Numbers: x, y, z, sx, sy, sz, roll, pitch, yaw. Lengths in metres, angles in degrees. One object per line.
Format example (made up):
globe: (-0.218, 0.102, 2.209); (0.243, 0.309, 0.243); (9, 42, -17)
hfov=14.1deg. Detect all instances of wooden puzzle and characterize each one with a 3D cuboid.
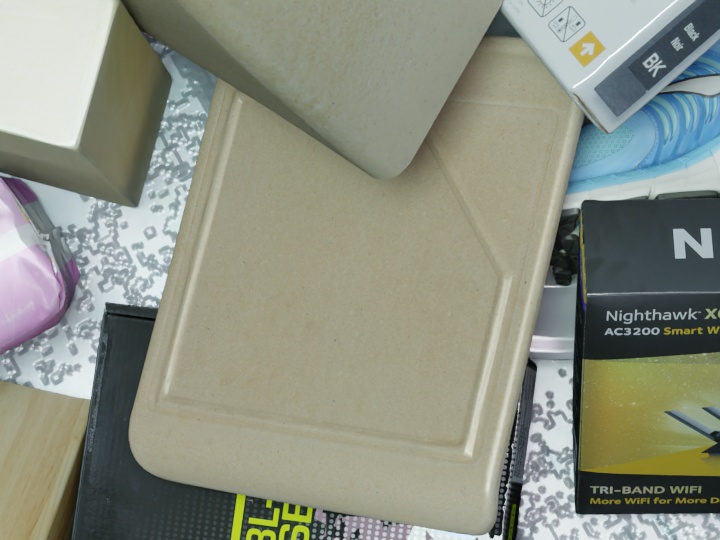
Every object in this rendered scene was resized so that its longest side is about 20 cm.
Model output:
wooden puzzle: (0.000, 0.000, 1.213); (0.184, 0.037, 0.201); (7, 83, 34)

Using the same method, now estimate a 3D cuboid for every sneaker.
sneaker: (0.136, -0.059, 1.238); (0.199, 0.078, 0.090); (-18, 63, 0)

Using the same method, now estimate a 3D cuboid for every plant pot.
plant pot: (-0.049, -0.186, 1.123); (0.199, 0.177, 0.201); (33, 94, 37)

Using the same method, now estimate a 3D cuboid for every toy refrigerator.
toy refrigerator: (-0.131, -0.079, 1.222); (0.075, 0.200, 0.070); (15, 85, 4)

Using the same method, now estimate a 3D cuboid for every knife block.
knife block: (-0.170, 0.142, 1.214); (0.064, 0.176, 0.201); (12, 85, 3)

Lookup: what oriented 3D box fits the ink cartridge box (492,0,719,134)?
ink cartridge box: (0.116, -0.186, 1.164); (0.200, 0.043, 0.198); (-41, 53, 7)

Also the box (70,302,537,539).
box: (-0.030, 0.124, 1.263); (0.192, 0.048, 0.201); (8, 85, 10)

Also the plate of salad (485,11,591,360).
plate of salad: (0.086, -0.060, 1.287); (0.199, 0.048, 0.201); (0, 84, 0)

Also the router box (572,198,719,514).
router box: (0.189, 0.038, 1.220); (0.199, 0.158, 0.052); (-1, 51, 3)

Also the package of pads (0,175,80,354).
package of pads: (-0.219, 0.030, 1.253); (0.199, 0.121, 0.076); (-29, 90, -1)
